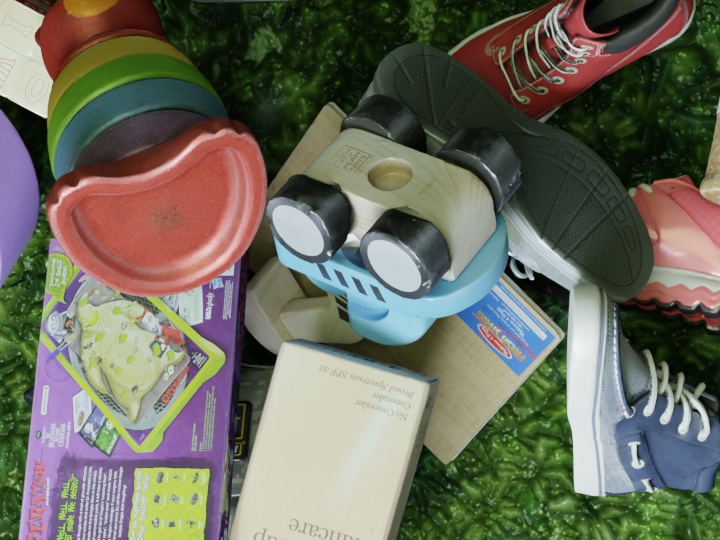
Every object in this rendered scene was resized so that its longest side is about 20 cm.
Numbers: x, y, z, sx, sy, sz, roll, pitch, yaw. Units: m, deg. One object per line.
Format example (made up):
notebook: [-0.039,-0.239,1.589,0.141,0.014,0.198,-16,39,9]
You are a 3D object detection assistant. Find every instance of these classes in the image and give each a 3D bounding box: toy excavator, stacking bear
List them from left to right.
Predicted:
stacking bear: [-0.134,-0.092,1.315,0.121,0.114,0.200,-21,49,-4]
toy excavator: [0.000,0.000,1.340,0.194,0.201,0.100,22,52,28]

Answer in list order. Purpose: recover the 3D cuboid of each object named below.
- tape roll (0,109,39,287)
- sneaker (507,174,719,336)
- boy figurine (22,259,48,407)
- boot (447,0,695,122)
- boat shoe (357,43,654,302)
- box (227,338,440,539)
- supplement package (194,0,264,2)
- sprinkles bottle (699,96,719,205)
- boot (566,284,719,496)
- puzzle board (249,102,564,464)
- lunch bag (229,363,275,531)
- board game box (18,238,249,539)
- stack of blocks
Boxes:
tape roll: [-0.305,-0.052,1.432,0.199,0.066,0.201,12,134,12]
sneaker: [0.171,-0.020,1.398,0.199,0.074,0.087,14,77,11]
boy figurine: [-0.129,0.009,1.379,0.124,0.064,0.201,24,75,13]
boot: [0.103,-0.128,1.358,0.199,0.144,0.073,-30,87,13]
boat shoe: [0.085,-0.051,1.347,0.202,0.065,0.075,37,60,0]
box: [-0.025,0.147,1.320,0.094,0.078,0.201,14,91,6]
supplement package: [-0.056,-0.243,1.357,0.151,0.200,0.152,-1,92,12]
sprinkles bottle: [0.251,-0.134,1.346,0.068,0.068,0.201,12,83,11]
boot: [0.168,0.071,1.342,0.090,0.200,0.073,0,61,8]
puzzle board: [0.021,0.009,1.409,0.200,0.017,0.151,45,135,6]
lunch bag: [-0.072,0.156,1.424,0.163,0.118,0.201,-6,85,10]
board game box: [-0.129,0.079,1.307,0.119,0.032,0.201,2,72,7]
stack of blocks: [-0.245,-0.162,1.443,0.199,0.115,0.059,28,99,-9]
